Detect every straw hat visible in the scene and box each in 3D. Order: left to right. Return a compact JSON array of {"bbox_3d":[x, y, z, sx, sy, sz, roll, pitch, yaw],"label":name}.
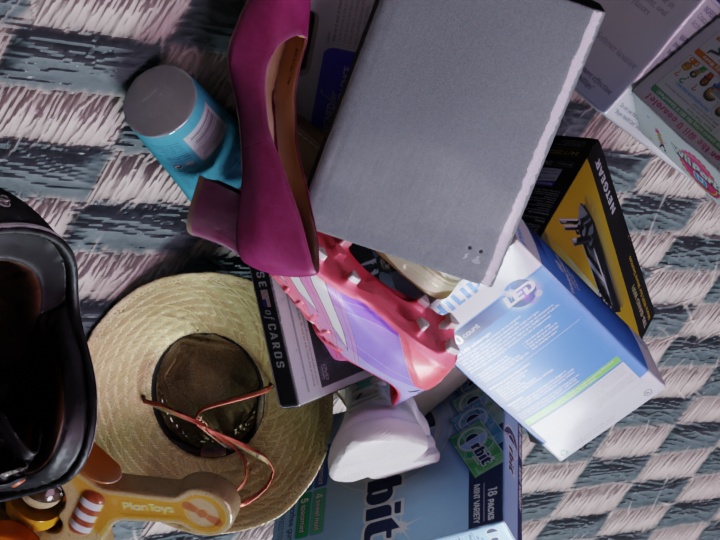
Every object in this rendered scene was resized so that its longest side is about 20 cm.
[{"bbox_3d":[-0.112,0.086,1.537,0.201,0.201,0.085,-51,-170,13],"label":"straw hat"}]

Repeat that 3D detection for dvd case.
[{"bbox_3d":[0.000,0.000,1.502,0.200,0.025,0.151,-20,100,-45],"label":"dvd case"}]

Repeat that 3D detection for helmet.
[{"bbox_3d":[-0.257,0.042,1.224,0.199,0.191,0.200,-12,169,-2],"label":"helmet"}]

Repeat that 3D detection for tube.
[{"bbox_3d":[-0.098,-0.074,1.409,0.077,0.050,0.200,-33,153,3],"label":"tube"}]

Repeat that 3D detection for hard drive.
[{"bbox_3d":[0.057,-0.102,1.350,0.139,0.033,0.201,18,109,-10],"label":"hard drive"}]

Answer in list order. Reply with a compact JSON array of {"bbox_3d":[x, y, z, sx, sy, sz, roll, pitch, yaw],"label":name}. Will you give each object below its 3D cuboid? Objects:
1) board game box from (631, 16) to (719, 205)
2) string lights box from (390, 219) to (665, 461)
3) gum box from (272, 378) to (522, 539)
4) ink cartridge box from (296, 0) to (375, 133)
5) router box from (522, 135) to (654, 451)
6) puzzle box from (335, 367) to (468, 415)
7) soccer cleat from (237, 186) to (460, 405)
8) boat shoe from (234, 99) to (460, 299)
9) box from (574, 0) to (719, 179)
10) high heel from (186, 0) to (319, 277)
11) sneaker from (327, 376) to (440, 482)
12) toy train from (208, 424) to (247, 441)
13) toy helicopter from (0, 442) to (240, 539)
[{"bbox_3d":[0.321,-0.134,1.518,0.200,0.148,0.064,-38,150,-7],"label":"board game box"},{"bbox_3d":[0.125,0.046,1.529,0.103,0.059,0.200,-36,126,15],"label":"string lights box"},{"bbox_3d":[0.030,0.173,1.656,0.199,0.170,0.045,-16,128,18],"label":"gum box"},{"bbox_3d":[0.034,-0.151,1.404,0.199,0.043,0.199,10,133,-4],"label":"ink cartridge box"},{"bbox_3d":[0.161,0.018,1.652,0.157,0.052,0.200,-58,139,-33],"label":"router box"},{"bbox_3d":[0.018,0.033,1.619,0.133,0.025,0.200,-38,127,-8],"label":"puzzle box"},{"bbox_3d":[-0.019,0.019,1.421,0.200,0.067,0.076,36,117,-21],"label":"soccer cleat"},{"bbox_3d":[0.004,-0.066,1.418,0.200,0.074,0.066,39,104,-19],"label":"boat shoe"},{"bbox_3d":[0.256,-0.197,1.608,0.200,0.105,0.184,-49,148,10],"label":"box"},{"bbox_3d":[-0.041,-0.098,1.333,0.067,0.096,0.201,-11,118,-64],"label":"high heel"},{"bbox_3d":[0.009,0.105,1.535,0.075,0.089,0.200,-17,171,5],"label":"sneaker"},{"bbox_3d":[-0.078,0.109,1.611,0.034,0.046,0.200,-32,164,-43],"label":"toy train"},{"bbox_3d":[-0.183,0.150,1.473,0.079,0.199,0.133,-67,155,-55],"label":"toy helicopter"}]
